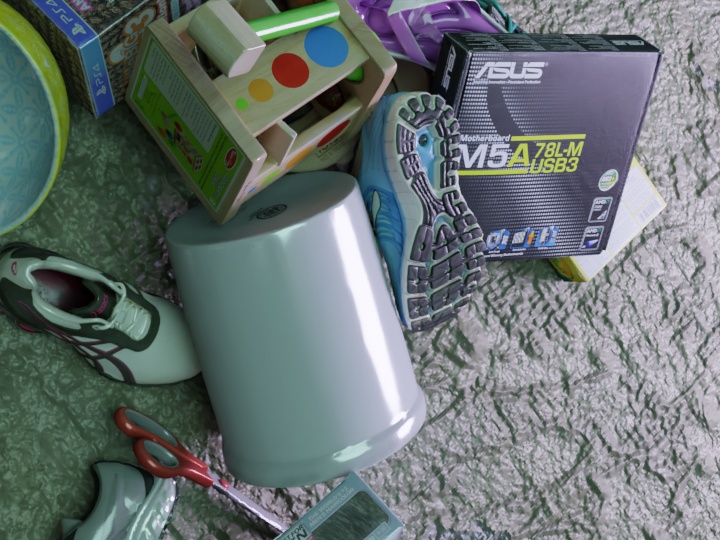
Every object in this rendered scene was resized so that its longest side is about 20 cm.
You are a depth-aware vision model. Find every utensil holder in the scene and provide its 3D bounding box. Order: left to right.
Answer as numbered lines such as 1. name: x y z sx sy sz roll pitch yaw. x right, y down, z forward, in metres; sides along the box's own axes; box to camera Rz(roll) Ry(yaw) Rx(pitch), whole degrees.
1. utensil holder: -0.051 0.042 1.283 0.169 0.170 0.201 -23 110 -23

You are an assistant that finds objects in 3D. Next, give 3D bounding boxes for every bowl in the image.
1. bowl: -0.299 -0.132 1.216 0.200 0.200 0.108 49 27 -15

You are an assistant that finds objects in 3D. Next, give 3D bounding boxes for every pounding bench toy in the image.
1. pounding bench toy: -0.060 -0.155 1.177 0.156 0.200 0.124 -35 83 -23

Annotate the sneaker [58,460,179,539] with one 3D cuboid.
1. sneaker: -0.214 0.244 1.282 0.079 0.074 0.201 25 72 -12

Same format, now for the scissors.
1. scissors: -0.124 0.167 1.344 0.014 0.073 0.200 -48 132 10

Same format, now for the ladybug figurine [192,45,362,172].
1. ladybug figurine: -0.073 -0.165 1.336 0.136 0.072 0.200 -36 91 3

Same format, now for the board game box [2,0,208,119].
1. board game box: -0.181 -0.246 1.249 0.200 0.097 0.159 -39 70 -18

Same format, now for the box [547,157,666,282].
1. box: 0.177 -0.101 1.480 0.117 0.048 0.200 -41 107 -19

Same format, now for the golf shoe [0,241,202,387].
1. golf shoe: -0.197 0.041 1.281 0.199 0.088 0.078 23 78 -25

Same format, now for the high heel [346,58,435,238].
1. high heel: 0.018 -0.129 1.350 0.143 0.071 0.201 -42 132 -42

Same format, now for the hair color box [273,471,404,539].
1. hair color box: -0.030 0.240 1.290 0.099 0.200 0.061 -39 73 -21

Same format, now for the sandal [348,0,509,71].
1. sandal: 0.062 -0.197 1.311 0.202 0.050 0.083 22 94 -26

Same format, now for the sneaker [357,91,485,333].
1. sneaker: 0.041 -0.049 1.297 0.078 0.090 0.201 -17 112 -30

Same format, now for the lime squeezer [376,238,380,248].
1. lime squeezer: 0.000 0.000 1.409 0.199 0.038 0.071 -29 132 -23

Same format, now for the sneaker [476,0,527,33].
1. sneaker: 0.111 -0.189 1.395 0.199 0.091 0.078 21 66 -2

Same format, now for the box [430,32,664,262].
1. box: 0.141 -0.101 1.361 0.199 0.048 0.194 -3 123 -30
